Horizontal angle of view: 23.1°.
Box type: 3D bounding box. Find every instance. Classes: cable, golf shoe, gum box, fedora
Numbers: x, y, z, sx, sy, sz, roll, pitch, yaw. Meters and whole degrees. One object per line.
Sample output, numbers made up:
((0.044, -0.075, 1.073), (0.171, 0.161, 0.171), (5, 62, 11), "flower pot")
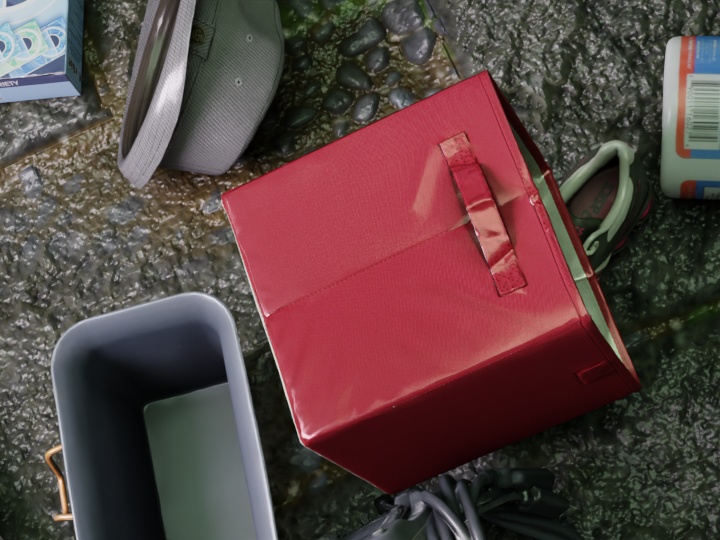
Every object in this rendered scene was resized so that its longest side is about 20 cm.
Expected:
((0.099, 0.198, 1.082), (0.051, 0.200, 0.163), (-24, 74, 24), "cable")
((0.129, -0.002, 1.195), (0.077, 0.088, 0.200), (26, 79, 16), "golf shoe")
((-0.300, -0.227, 1.368), (0.170, 0.045, 0.200), (-5, 70, 8), "gum box")
((-0.109, -0.148, 1.266), (0.090, 0.177, 0.200), (15, 63, -16), "fedora")

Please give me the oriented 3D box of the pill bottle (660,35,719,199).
((0.304, -0.101, 1.184), (0.200, 0.112, 0.112), (3, 72, 10), "pill bottle")

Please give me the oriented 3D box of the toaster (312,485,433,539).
((0.019, 0.220, 1.095), (0.113, 0.200, 0.129), (-28, 89, 9), "toaster")

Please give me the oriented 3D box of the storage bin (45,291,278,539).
((-0.123, 0.138, 1.166), (0.145, 0.134, 0.200), (-15, 69, 5), "storage bin")

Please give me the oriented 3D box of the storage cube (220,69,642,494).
((0.047, 0.016, 1.073), (0.179, 0.200, 0.171), (-24, 68, 10), "storage cube")

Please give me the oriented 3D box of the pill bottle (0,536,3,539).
((-0.311, 0.183, 1.195), (0.114, 0.114, 0.200), (-36, 69, -3), "pill bottle")
